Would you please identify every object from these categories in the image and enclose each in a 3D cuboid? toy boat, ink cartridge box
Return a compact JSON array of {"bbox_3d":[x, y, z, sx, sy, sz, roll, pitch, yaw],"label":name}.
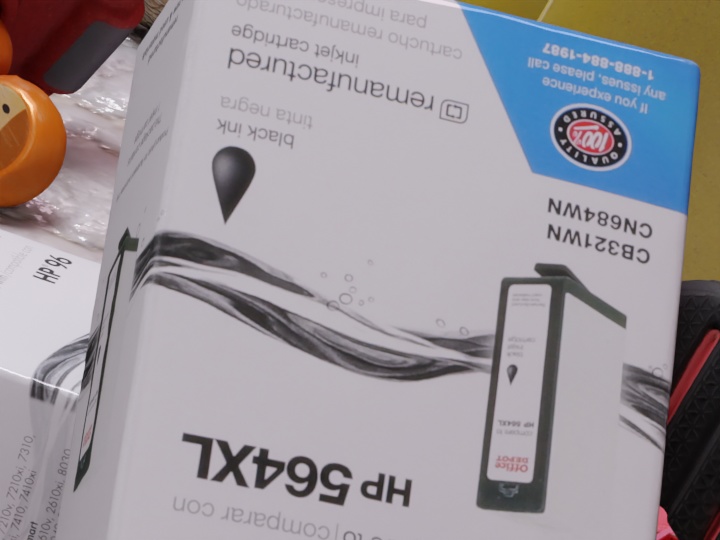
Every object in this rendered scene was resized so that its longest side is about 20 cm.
[{"bbox_3d":[-0.160,-0.083,1.151,0.200,0.131,0.131,-3,56,-50],"label":"toy boat"},{"bbox_3d":[0.003,0.033,0.775,0.146,0.200,0.084,13,-21,-15],"label":"ink cartridge box"},{"bbox_3d":[-0.094,0.043,0.876,0.200,0.068,0.116,18,17,0],"label":"ink cartridge box"}]

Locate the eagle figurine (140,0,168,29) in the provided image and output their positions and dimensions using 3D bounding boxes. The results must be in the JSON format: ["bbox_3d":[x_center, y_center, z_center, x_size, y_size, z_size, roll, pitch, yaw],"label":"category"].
[{"bbox_3d":[-0.142,-0.169,1.433,0.152,0.151,0.200,-21,58,2],"label":"eagle figurine"}]

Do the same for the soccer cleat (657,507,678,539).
[{"bbox_3d":[0.117,0.112,0.871,0.073,0.068,0.200,23,13,-45],"label":"soccer cleat"}]

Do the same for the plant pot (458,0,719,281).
[{"bbox_3d":[0.127,-0.086,1.319,0.176,0.200,0.200,26,15,-17],"label":"plant pot"}]

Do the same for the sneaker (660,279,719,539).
[{"bbox_3d":[0.153,0.076,0.840,0.200,0.074,0.087,37,6,1],"label":"sneaker"}]
